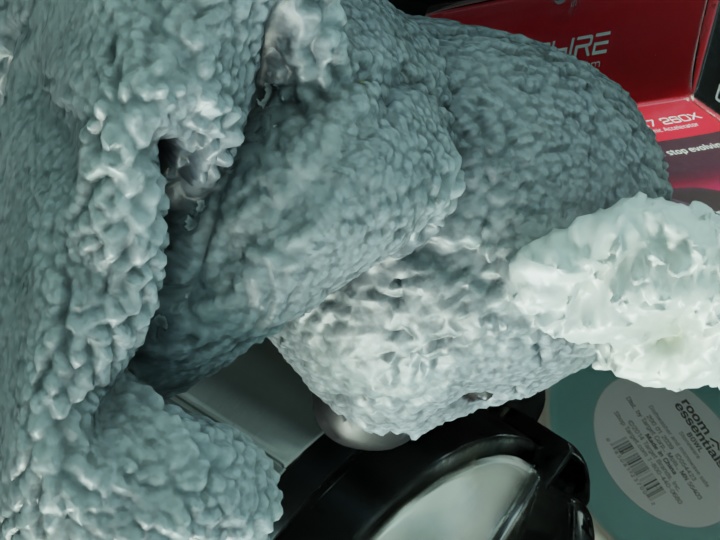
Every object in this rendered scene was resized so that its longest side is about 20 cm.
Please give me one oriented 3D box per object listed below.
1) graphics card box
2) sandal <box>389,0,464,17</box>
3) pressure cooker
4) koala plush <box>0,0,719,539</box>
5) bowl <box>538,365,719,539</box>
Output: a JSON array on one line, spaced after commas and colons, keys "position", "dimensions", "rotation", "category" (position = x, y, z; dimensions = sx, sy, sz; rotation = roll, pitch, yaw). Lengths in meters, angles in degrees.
[{"position": [0.124, -0.025, 0.844], "dimensions": [0.199, 0.051, 0.125], "rotation": [29, 158, -37], "category": "graphics card box"}, {"position": [-0.056, -0.073, 0.835], "dimensions": [0.199, 0.045, 0.075], "rotation": [6, 153, -16], "category": "sandal"}, {"position": [-0.037, 0.093, 0.795], "dimensions": [0.199, 0.177, 0.178], "rotation": [29, -156, 28], "category": "pressure cooker"}, {"position": [-0.002, -0.020, 0.680], "dimensions": [0.199, 0.185, 0.177], "rotation": [9, -163, -27], "category": "koala plush"}, {"position": [0.083, 0.088, 0.921], "dimensions": [0.200, 0.202, 0.105], "rotation": [10, 142, -26], "category": "bowl"}]
